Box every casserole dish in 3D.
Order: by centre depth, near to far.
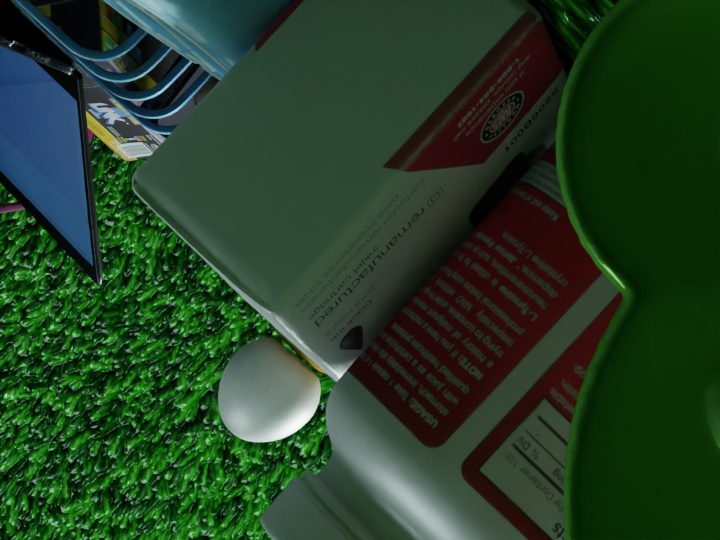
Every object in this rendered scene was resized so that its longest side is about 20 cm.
[{"bbox_3d":[-0.072,-0.111,0.790,0.121,0.039,0.200,34,179,12],"label":"casserole dish"}]

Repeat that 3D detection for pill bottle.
[{"bbox_3d":[0.060,0.047,0.744,0.112,0.200,0.112,43,178,2],"label":"pill bottle"}]

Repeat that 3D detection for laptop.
[{"bbox_3d":[-0.219,-0.101,0.997,0.199,0.104,0.177,20,-166,-43],"label":"laptop"}]

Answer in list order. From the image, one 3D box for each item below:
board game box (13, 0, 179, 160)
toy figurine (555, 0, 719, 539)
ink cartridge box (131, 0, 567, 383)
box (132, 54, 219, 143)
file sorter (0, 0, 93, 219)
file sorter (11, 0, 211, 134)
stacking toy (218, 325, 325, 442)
[{"bbox_3d":[-0.154,-0.174,1.233,0.200,0.056,0.167,47,-143,-74],"label":"board game box"},{"bbox_3d":[0.129,0.033,0.496,0.201,0.149,0.184,65,-167,12],"label":"toy figurine"},{"bbox_3d":[0.017,-0.030,0.799,0.083,0.145,0.200,41,177,24],"label":"ink cartridge box"},{"bbox_3d":[-0.033,-0.050,1.147,0.117,0.060,0.200,41,176,-40],"label":"box"},{"bbox_3d":[-0.241,-0.130,1.228,0.200,0.124,0.140,-80,-20,-61],"label":"file sorter"},{"bbox_3d":[-0.113,-0.161,0.993,0.139,0.123,0.200,42,178,7],"label":"file sorter"},{"bbox_3d":[0.000,0.000,0.986,0.146,0.200,0.146,43,178,2],"label":"stacking toy"}]
